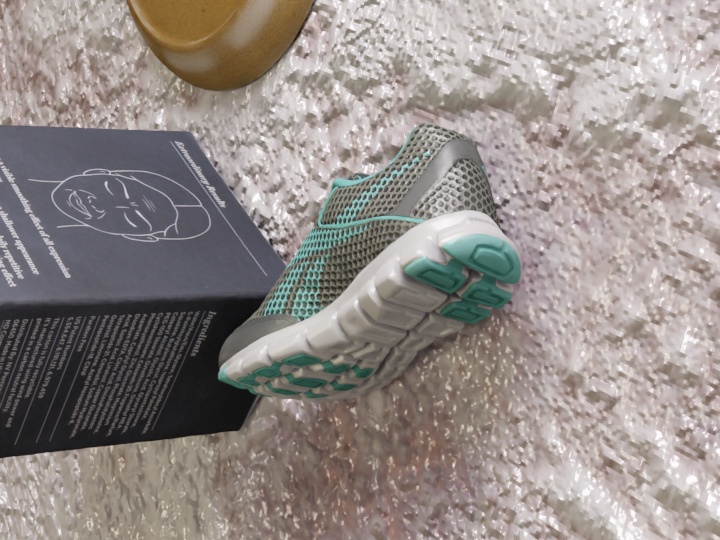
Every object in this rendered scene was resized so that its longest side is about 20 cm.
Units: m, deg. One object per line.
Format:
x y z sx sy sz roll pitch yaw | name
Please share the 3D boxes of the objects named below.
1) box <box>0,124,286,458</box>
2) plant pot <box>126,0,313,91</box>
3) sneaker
-0.158 0.007 0.778 0.149 0.200 0.107 52 129 36 | box
-0.086 -0.202 0.822 0.200 0.027 0.201 2 92 49 | plant pot
0.000 0.000 0.706 0.200 0.077 0.091 -32 51 42 | sneaker
